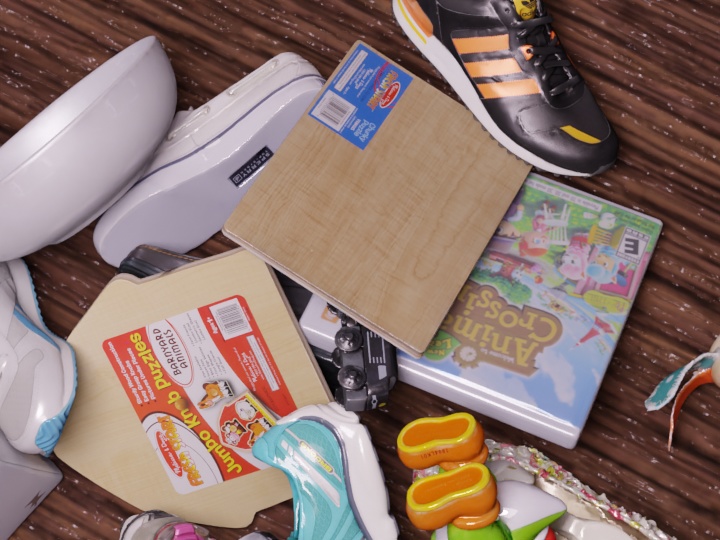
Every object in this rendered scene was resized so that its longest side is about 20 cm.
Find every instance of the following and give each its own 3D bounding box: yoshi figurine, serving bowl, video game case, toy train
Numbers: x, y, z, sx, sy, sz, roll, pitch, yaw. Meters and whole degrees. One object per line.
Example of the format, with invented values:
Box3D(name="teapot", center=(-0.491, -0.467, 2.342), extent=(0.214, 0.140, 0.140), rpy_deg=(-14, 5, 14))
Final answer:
Box3D(name="yoshi figurine", center=(0.068, 0.193, 1.204), extent=(0.112, 0.201, 0.112), rpy_deg=(17, 52, 46))
Box3D(name="serving bowl", center=(-0.196, -0.070, 1.276), extent=(0.200, 0.200, 0.066), rpy_deg=(-39, 104, -2))
Box3D(name="video game case", center=(0.083, 0.005, 1.272), extent=(0.199, 0.022, 0.183), rpy_deg=(21, 60, 9))
Box3D(name="toy train", center=(0.000, 0.000, 1.239), extent=(0.045, 0.034, 0.201), rpy_deg=(-1, 59, -7))

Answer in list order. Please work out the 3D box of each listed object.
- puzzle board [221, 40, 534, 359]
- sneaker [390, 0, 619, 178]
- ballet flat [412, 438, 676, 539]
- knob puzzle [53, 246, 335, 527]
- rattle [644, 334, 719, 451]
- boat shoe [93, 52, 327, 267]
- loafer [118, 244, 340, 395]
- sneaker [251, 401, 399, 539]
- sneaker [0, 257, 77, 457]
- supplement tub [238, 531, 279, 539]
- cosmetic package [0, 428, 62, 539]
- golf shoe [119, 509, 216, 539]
Box3D(name="puzzle board", center=(0.017, -0.050, 1.249), extent=(0.150, 0.017, 0.201), rpy_deg=(32, 52, 1))
Box3D(name="sneaker", center=(0.106, -0.151, 1.286), extent=(0.200, 0.090, 0.070), rpy_deg=(46, 51, 13))
Box3D(name="ballet flat", center=(0.127, 0.162, 1.251), extent=(0.199, 0.064, 0.076), rpy_deg=(21, 83, 10))
Box3D(name="knob puzzle", center=(-0.119, 0.086, 1.275), extent=(0.218, 0.031, 0.221), rpy_deg=(4, 116, 7))
Box3D(name="rattle", center=(0.258, 0.009, 1.264), extent=(0.200, 0.130, 0.144), rpy_deg=(-38, 65, 25))
Box3D(name="boat shoe", center=(-0.109, -0.081, 1.326), extent=(0.200, 0.071, 0.070), rpy_deg=(-38, 49, 4))
Box3D(name="loafer", center=(-0.068, 0.022, 1.302), extent=(0.199, 0.073, 0.073), rpy_deg=(23, 63, 4))
Box3D(name="sneaker", center=(-0.014, 0.186, 1.229), extent=(0.079, 0.077, 0.202), rpy_deg=(-19, 94, -12))
Box3D(name="sneaker", center=(-0.248, 0.054, 1.257), extent=(0.200, 0.080, 0.077), rpy_deg=(50, 119, 48))
Box3D(name="supplement tub", center=(-0.035, 0.268, 1.147), extent=(0.122, 0.123, 0.200), rpy_deg=(-44, 78, -3))
Box3D(name="cosmetic package", center=(-0.338, 0.125, 1.257), extent=(0.200, 0.166, 0.168), rpy_deg=(42, 86, 10))
Box3D(name="golf shoe", center=(-0.130, 0.260, 1.266), extent=(0.072, 0.092, 0.202), rpy_deg=(-1, 95, -32))
